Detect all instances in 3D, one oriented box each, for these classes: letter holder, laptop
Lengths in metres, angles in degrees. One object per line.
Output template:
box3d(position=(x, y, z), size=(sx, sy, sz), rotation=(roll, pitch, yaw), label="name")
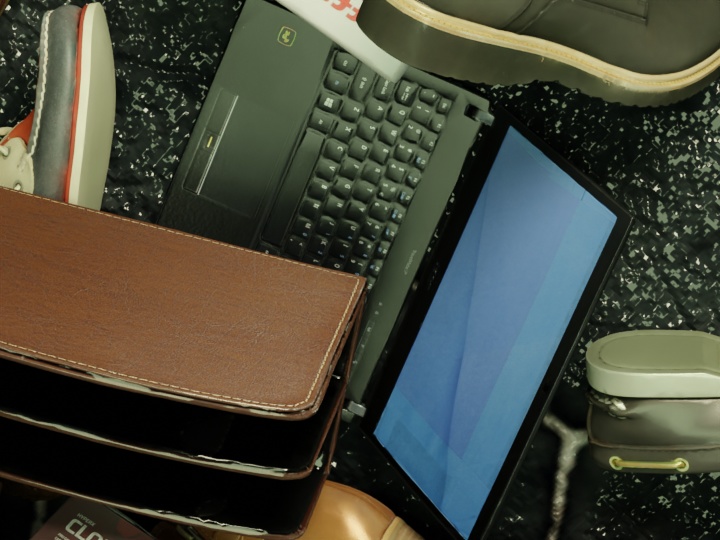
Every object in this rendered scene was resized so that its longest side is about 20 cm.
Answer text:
box3d(position=(-0.112, 0.051, 1.064), size=(0.199, 0.142, 0.101), rotation=(14, 115, 4), label="letter holder")
box3d(position=(0.000, 0.000, 1.127), size=(0.199, 0.103, 0.178), rotation=(24, 107, -1), label="laptop")

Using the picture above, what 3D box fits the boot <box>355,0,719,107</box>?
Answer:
box3d(position=(0.105, -0.146, 1.027), size=(0.077, 0.199, 0.139), rotation=(43, 121, 35), label="boot")

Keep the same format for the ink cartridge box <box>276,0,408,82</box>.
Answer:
box3d(position=(0.017, -0.205, 1.073), size=(0.146, 0.084, 0.200), rotation=(34, 106, -5), label="ink cartridge box")

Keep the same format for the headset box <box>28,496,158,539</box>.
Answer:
box3d(position=(-0.143, 0.209, 1.120), size=(0.077, 0.200, 0.149), rotation=(31, 149, 25), label="headset box")

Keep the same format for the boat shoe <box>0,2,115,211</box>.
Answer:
box3d(position=(-0.153, -0.031, 1.156), size=(0.062, 0.071, 0.201), rotation=(11, 112, 6), label="boat shoe")

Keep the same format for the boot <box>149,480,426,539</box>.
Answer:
box3d(position=(-0.047, 0.183, 1.211), size=(0.154, 0.074, 0.201), rotation=(31, 110, 5), label="boot")

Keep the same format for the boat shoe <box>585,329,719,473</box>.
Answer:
box3d(position=(0.204, 0.068, 1.143), size=(0.200, 0.072, 0.061), rotation=(4, 111, 13), label="boat shoe")

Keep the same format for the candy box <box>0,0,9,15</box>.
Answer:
box3d(position=(-0.227, -0.071, 1.125), size=(0.055, 0.115, 0.201), rotation=(33, 107, -3), label="candy box")

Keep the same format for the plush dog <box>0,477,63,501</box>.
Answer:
box3d(position=(-0.225, 0.134, 1.173), size=(0.160, 0.200, 0.173), rotation=(25, 102, 27), label="plush dog")
